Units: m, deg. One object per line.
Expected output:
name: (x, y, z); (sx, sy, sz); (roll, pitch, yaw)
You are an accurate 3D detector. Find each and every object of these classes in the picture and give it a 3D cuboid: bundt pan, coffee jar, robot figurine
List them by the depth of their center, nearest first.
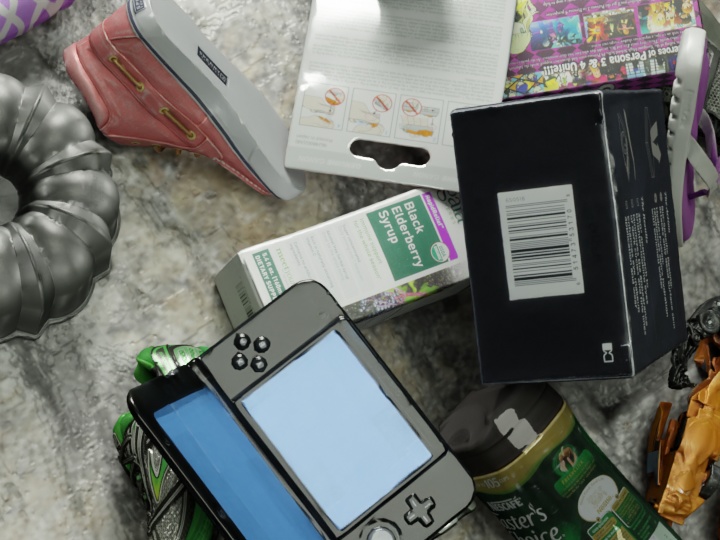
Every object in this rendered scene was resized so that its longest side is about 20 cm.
bundt pan: (-0.262, -0.053, 1.351); (0.200, 0.076, 0.203); (6, 72, -17)
coffee jar: (0.148, 0.169, 1.401); (0.085, 0.104, 0.200); (-44, 99, -24)
robot figurine: (0.293, 0.121, 1.507); (0.144, 0.058, 0.201); (26, 68, -11)

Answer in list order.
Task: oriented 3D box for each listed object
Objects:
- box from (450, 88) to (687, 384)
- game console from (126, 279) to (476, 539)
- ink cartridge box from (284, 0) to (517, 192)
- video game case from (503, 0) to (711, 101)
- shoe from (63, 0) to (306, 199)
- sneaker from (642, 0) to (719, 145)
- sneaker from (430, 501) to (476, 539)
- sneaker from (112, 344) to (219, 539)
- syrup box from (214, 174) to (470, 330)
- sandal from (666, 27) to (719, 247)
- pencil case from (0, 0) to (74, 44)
box: (0.158, -0.028, 1.392); (0.117, 0.200, 0.198); (-5, 93, 22)
game console: (-0.034, 0.120, 1.275); (0.176, 0.116, 0.200); (-37, 85, -14)
ink cartridge box: (0.034, -0.151, 1.472); (0.159, 0.047, 0.201); (8, 69, 3)
video game case: (0.170, -0.228, 1.538); (0.198, 0.036, 0.183); (-9, 74, 5)
shoe: (-0.131, -0.115, 1.425); (0.200, 0.091, 0.072); (48, 25, -28)
sneaker: (0.288, -0.125, 1.573); (0.114, 0.076, 0.200); (-38, 86, -24)
sneaker: (-0.013, 0.191, 1.370); (0.200, 0.074, 0.089); (-34, 88, -35)
sneaker: (-0.138, 0.147, 1.342); (0.085, 0.078, 0.201); (9, 62, -10)
syrup box: (0.000, 0.000, 1.425); (0.199, 0.081, 0.079); (-20, 83, -23)
sandal: (0.267, -0.096, 1.493); (0.049, 0.203, 0.083); (7, 46, 13)
pencil case: (-0.300, -0.190, 1.373); (0.200, 0.086, 0.084); (-34, 81, -26)
